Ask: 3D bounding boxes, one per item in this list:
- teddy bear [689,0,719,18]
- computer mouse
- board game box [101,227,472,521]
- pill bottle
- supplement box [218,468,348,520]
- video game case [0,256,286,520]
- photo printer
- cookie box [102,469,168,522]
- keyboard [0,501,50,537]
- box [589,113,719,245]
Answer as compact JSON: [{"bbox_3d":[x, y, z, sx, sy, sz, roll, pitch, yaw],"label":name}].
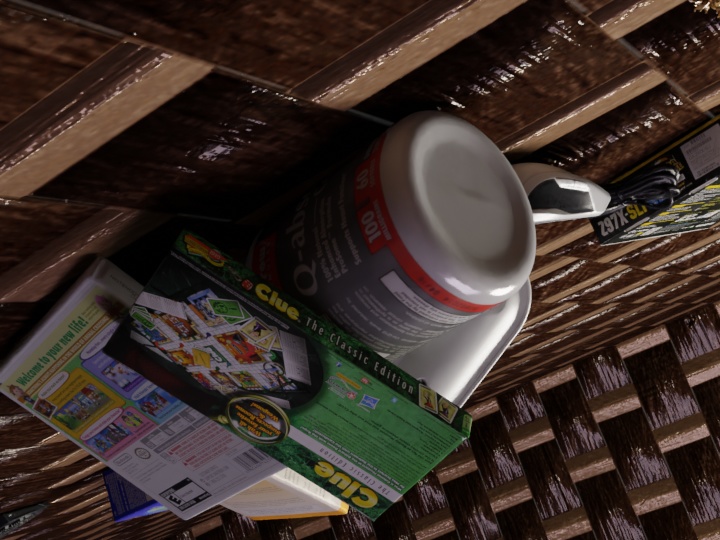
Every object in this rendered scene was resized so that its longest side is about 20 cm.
[{"bbox_3d":[0.212,-0.159,0.494,0.144,0.067,0.199,-38,154,26],"label":"teddy bear"},{"bbox_3d":[0.146,-0.058,0.803,0.108,0.045,0.198,-5,-178,43],"label":"computer mouse"},{"bbox_3d":[-0.043,0.066,0.628,0.105,0.199,0.024,-48,-166,35],"label":"board game box"},{"bbox_3d":[0.000,0.000,0.656,0.115,0.118,0.199,-7,161,-46],"label":"pill bottle"},{"bbox_3d":[-0.112,0.140,0.901,0.125,0.075,0.199,-14,144,40],"label":"supplement box"},{"bbox_3d":[-0.142,0.089,0.728,0.199,0.181,0.022,-35,-158,48],"label":"video game case"},{"bbox_3d":[0.036,0.060,0.771,0.201,0.069,0.166,-52,-170,-5],"label":"photo printer"},{"bbox_3d":[-0.226,0.271,1.498,0.198,0.076,0.170,-27,166,24],"label":"cookie box"},{"bbox_3d":[-0.545,0.386,1.589,0.126,0.021,0.199,-10,162,-42],"label":"keyboard"},{"bbox_3d":[0.320,-0.084,0.978,0.198,0.050,0.159,-9,160,-42],"label":"box"}]
